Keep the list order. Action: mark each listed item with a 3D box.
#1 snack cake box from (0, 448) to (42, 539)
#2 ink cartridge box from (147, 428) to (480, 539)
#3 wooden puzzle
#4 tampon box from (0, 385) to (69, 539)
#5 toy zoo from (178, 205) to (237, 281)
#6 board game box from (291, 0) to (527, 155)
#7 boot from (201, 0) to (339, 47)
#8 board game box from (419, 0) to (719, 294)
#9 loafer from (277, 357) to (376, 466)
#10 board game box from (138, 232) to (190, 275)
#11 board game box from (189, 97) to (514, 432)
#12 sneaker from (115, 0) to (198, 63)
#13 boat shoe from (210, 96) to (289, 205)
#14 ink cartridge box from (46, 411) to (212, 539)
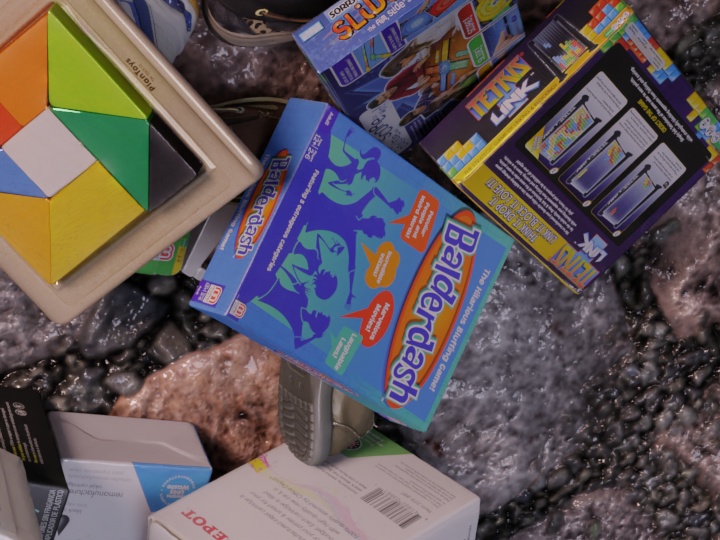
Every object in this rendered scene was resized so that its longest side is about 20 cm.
[{"bbox_3d":[-0.284,0.206,1.081,0.067,0.115,0.200,33,101,-30],"label":"snack cake box"},{"bbox_3d":[-0.035,0.201,1.263,0.200,0.145,0.088,-24,132,-41],"label":"ink cartridge box"},{"bbox_3d":[-0.187,-0.073,1.071,0.200,0.037,0.185,-34,107,28],"label":"wooden puzzle"},{"bbox_3d":[-0.321,0.163,1.189,0.200,0.126,0.150,9,113,-24],"label":"tampon box"},{"bbox_3d":[-0.039,-0.024,1.255,0.200,0.020,0.131,31,103,-32],"label":"toy zoo"},{"bbox_3d":[0.040,-0.144,1.140,0.135,0.034,0.200,-35,163,0],"label":"board game box"},{"bbox_3d":[0.000,-0.203,1.093,0.200,0.151,0.073,-12,80,-8],"label":"boot"},{"bbox_3d":[0.158,-0.090,1.241,0.165,0.057,0.200,-43,141,7],"label":"board game box"},{"bbox_3d":[-0.016,0.042,1.252,0.070,0.075,0.200,-12,122,-32],"label":"loafer"},{"bbox_3d":[-0.206,-0.052,1.172,0.200,0.030,0.096,8,113,-22],"label":"board game box"},{"bbox_3d":[0.000,0.000,1.165,0.200,0.045,0.152,32,78,-40],"label":"board game box"},{"bbox_3d":[-0.185,-0.180,1.064,0.200,0.075,0.088,39,67,-32],"label":"sneaker"},{"bbox_3d":[-0.092,-0.074,1.147,0.202,0.075,0.075,-1,104,-21],"label":"boat shoe"},{"bbox_3d":[-0.193,0.209,1.298,0.116,0.067,0.200,7,115,-25],"label":"ink cartridge box"}]
